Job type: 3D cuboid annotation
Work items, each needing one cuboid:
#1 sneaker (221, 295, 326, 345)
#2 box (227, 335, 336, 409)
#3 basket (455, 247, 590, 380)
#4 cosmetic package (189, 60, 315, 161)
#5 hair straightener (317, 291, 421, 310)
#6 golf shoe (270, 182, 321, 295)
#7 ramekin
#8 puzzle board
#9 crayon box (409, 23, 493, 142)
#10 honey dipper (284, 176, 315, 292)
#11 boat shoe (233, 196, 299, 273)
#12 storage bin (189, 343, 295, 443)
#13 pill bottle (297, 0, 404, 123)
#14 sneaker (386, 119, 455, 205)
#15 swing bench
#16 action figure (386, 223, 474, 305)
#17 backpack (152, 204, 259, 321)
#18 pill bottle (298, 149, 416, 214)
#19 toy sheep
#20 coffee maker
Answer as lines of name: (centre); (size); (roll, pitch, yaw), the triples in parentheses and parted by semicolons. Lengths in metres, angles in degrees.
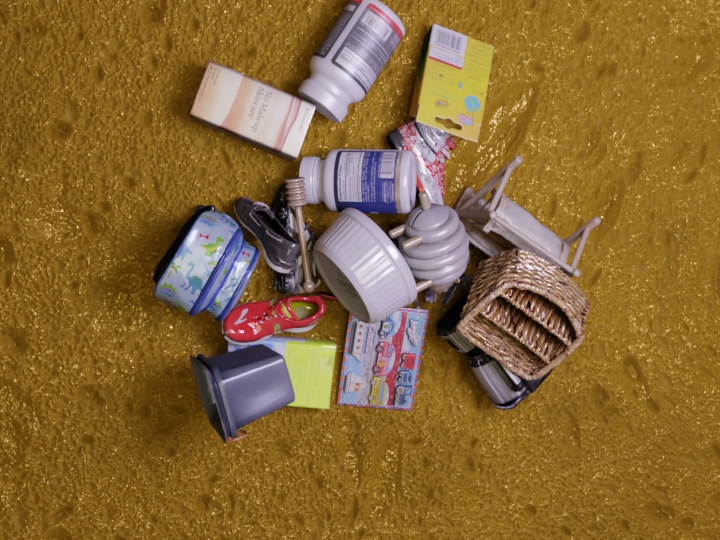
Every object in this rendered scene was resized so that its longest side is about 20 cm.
sneaker: (-0.151, 0.076, 1.456); (0.197, 0.085, 0.078); (-12, 76, -30)
box: (-0.149, 0.183, 1.509); (0.196, 0.048, 0.124); (6, 93, -10)
basket: (0.291, 0.079, 1.418); (0.199, 0.142, 0.150); (36, 61, -21)
cosmetic package: (-0.188, -0.276, 1.436); (0.197, 0.087, 0.105); (20, 91, -12)
hair straightener: (0.022, 0.034, 1.530); (0.197, 0.041, 0.078); (14, 92, -8)
golf shoe: (-0.114, -0.059, 1.489); (0.093, 0.077, 0.204); (-4, 97, -29)
ramekin: (0.000, 0.000, 1.418); (0.094, 0.202, 0.204); (-37, 101, -16)
puzzle board: (0.041, 0.164, 1.543); (0.148, 0.017, 0.203); (6, 104, -12)
crayon box: (0.163, -0.329, 1.484); (0.125, 0.051, 0.203); (17, 70, -12)
honey dipper: (-0.103, -0.060, 1.432); (0.037, 0.038, 0.204); (-8, 101, -10)
boat shoe: (-0.157, -0.076, 1.418); (0.066, 0.201, 0.057); (12, 121, -42)
storage bin: (-0.194, 0.200, 1.387); (0.132, 0.200, 0.148); (-17, 98, -18)
pill bottle: (-0.019, -0.371, 1.445); (0.115, 0.116, 0.201); (34, 89, -12)
sneaker: (0.139, -0.187, 1.519); (0.107, 0.067, 0.203); (-30, 98, -4)
swing bench: (0.284, -0.072, 1.484); (0.197, 0.200, 0.131); (33, 69, -11)
action figure: (0.130, -0.010, 1.535); (0.198, 0.069, 0.132); (24, 82, -16)
backpack: (-0.256, -0.008, 1.387); (0.146, 0.200, 0.185); (30, 89, -7)
pill bottle: (-0.005, -0.157, 1.451); (0.196, 0.111, 0.113); (3, 96, 12)
toy sheep: (0.124, -0.046, 1.427); (0.136, 0.138, 0.202); (-20, 128, -8)
coffee maker: (0.265, 0.126, 1.557); (0.192, 0.134, 0.201); (-45, 104, -31)
